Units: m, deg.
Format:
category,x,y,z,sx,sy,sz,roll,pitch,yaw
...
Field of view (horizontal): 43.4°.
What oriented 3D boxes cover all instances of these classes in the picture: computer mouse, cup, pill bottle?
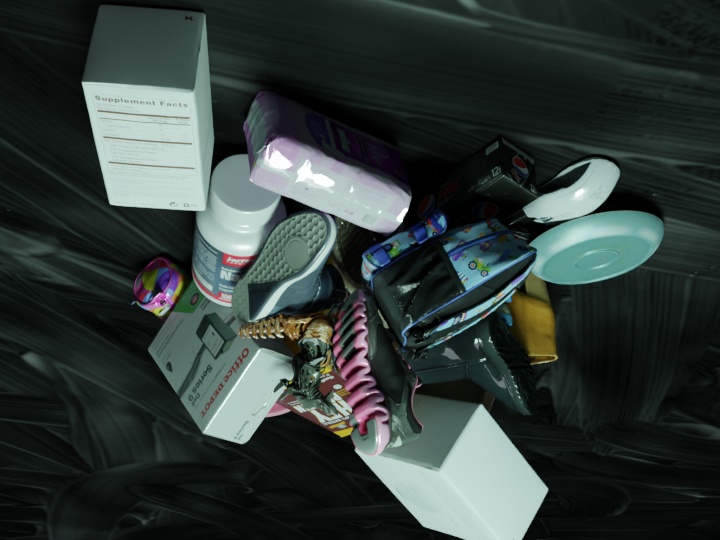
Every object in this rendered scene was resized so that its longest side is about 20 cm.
category,x,y,z,sx,sy,sz,roll,pitch,yaw
computer mouse,0.254,-0.082,1.197,0.109,0.045,0.199,26,139,-31
cup,0.149,0.161,1.459,0.141,0.202,0.202,19,150,16
pill bottle,-0.158,-0.052,1.183,0.117,0.121,0.201,7,146,-9

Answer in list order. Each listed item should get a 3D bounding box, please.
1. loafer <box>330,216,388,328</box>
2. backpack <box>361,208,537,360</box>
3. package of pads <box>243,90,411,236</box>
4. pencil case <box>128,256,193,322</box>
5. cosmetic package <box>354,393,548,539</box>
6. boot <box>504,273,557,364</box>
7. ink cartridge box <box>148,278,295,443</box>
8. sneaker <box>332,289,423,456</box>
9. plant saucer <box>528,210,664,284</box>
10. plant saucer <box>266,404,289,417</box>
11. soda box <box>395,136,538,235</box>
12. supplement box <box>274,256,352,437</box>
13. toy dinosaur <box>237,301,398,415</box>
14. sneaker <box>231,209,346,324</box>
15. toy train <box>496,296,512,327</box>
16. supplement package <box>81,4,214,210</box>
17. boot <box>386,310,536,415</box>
category,x,y,z,sx,sy,sz,roll,pitch,yaw
loafer,0.000,0.000,1.280,0.068,0.076,0.202,20,145,51
backpack,0.113,0.002,1.119,0.198,0.136,0.183,-31,167,-4
package of pads,-0.040,-0.126,1.064,0.197,0.122,0.076,20,124,-26
pencil case,-0.261,0.060,1.382,0.087,0.090,0.200,-17,145,25
cosmetic package,0.135,0.294,1.342,0.199,0.123,0.200,2,137,54
boot,0.189,0.073,1.335,0.197,0.146,0.071,0,153,1
ink cartridge box,-0.195,0.119,1.268,0.084,0.200,0.147,26,102,-46
sneaker,0.027,0.121,1.096,0.094,0.204,0.079,1,159,-28
plant saucer,0.326,-0.024,1.260,0.196,0.028,0.201,-6,157,-3
plant saucer,-0.199,0.201,1.624,0.196,0.052,0.202,1,145,1
soda box,0.134,-0.086,1.176,0.070,0.064,0.199,25,140,-32
supplement box,-0.040,0.110,1.351,0.131,0.200,0.199,-23,140,31
toy dinosaur,-0.054,0.103,1.160,0.196,0.138,0.102,14,-179,7
sneaker,-0.058,-0.009,1.146,0.145,0.078,0.202,-4,150,-45
toy train,0.121,0.029,1.287,0.196,0.118,0.085,-5,162,14
supplement package,-0.228,-0.175,1.005,0.115,0.119,0.201,4,146,-4
boot,0.141,0.135,1.266,0.166,0.077,0.201,-11,134,31
